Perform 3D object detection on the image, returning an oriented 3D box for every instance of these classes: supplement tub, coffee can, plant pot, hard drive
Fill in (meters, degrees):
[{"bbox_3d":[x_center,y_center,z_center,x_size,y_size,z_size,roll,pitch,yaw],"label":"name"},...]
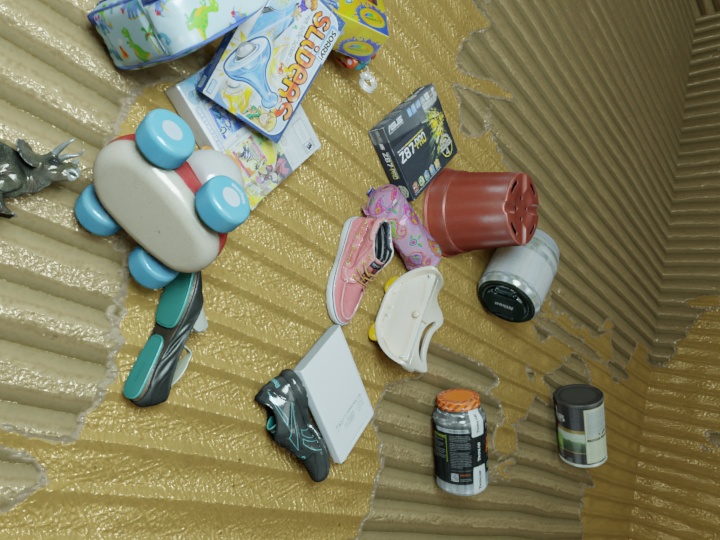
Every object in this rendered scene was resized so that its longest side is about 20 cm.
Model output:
[{"bbox_3d":[0.222,0.378,1.199,0.121,0.121,0.206,-11,100,-45],"label":"supplement tub"},{"bbox_3d":[0.680,0.476,1.662,0.145,0.144,0.205,-20,106,-43],"label":"coffee can"},{"bbox_3d":[0.270,-0.131,1.177,0.198,0.192,0.207,-2,92,-46],"label":"plant pot"},{"bbox_3d":[-0.043,0.221,0.971,0.132,0.026,0.204,-46,123,-47],"label":"hard drive"}]

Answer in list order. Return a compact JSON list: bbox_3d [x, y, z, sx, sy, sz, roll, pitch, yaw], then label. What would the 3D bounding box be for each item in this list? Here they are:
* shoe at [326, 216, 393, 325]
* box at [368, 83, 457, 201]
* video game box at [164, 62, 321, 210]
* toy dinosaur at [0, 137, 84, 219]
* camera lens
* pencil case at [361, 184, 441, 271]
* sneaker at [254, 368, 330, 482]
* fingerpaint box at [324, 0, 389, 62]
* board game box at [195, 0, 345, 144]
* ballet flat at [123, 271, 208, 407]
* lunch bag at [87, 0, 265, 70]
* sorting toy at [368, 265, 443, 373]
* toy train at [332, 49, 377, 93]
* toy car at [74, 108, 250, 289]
[{"bbox_3d":[0.000,0.000,0.975,0.071,0.090,0.205,20,77,-44],"label":"shoe"},{"bbox_3d":[0.115,-0.265,1.115,0.200,0.048,0.163,-46,120,-34],"label":"box"},{"bbox_3d":[-0.168,-0.227,0.823,0.183,0.046,0.203,-50,124,-34],"label":"video game box"},{"bbox_3d":[-0.411,-0.112,0.570,0.197,0.076,0.105,17,68,-40],"label":"toy dinosaur"},{"bbox_3d":[0.392,0.013,1.334,0.201,0.158,0.161,-54,126,-30],"label":"camera lens"},{"bbox_3d":[0.085,-0.079,1.070,0.200,0.086,0.089,47,60,-35],"label":"pencil case"},{"bbox_3d":[-0.113,0.268,0.893,0.078,0.075,0.204,-27,102,-31],"label":"sneaker"},{"bbox_3d":[-0.058,-0.449,0.852,0.196,0.073,0.171,8,67,-35],"label":"fingerpaint box"},{"bbox_3d":[-0.123,-0.303,0.757,0.134,0.034,0.203,26,97,-42],"label":"board game box"},{"bbox_3d":[-0.255,0.088,0.738,0.068,0.067,0.204,33,77,-51],"label":"ballet flat"},{"bbox_3d":[-0.221,-0.318,0.655,0.161,0.197,0.084,-46,129,-32],"label":"lunch bag"},{"bbox_3d":[0.115,0.120,1.102,0.180,0.105,0.204,44,60,-46],"label":"sorting toy"},{"bbox_3d":[-0.062,-0.369,0.901,0.197,0.055,0.154,21,60,-30],"label":"toy train"},{"bbox_3d":[-0.221,-0.114,0.696,0.178,0.183,0.201,48,32,-16],"label":"toy car"}]
